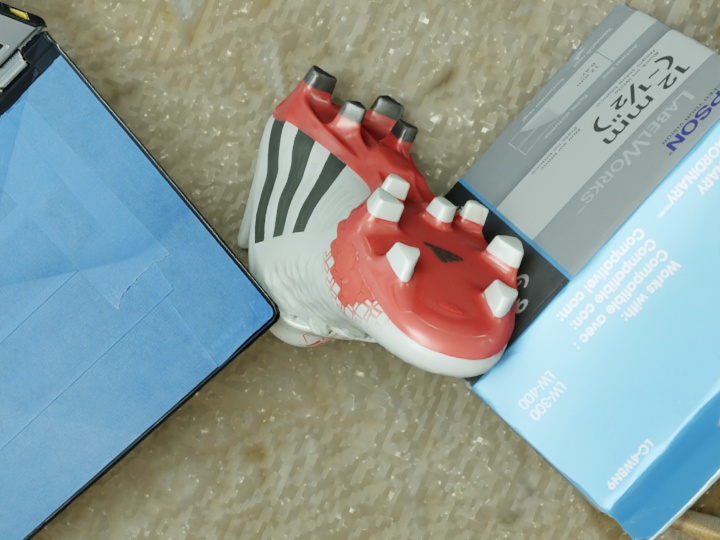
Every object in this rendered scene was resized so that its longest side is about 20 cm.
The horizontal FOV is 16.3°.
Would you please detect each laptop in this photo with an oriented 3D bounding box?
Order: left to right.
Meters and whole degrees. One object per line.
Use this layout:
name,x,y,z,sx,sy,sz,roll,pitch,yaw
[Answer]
laptop,-0.172,0.004,0.865,0.187,0.116,0.200,-41,143,25

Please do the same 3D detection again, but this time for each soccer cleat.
soccer cleat,0.000,0.000,0.875,0.069,0.200,0.085,19,109,-24

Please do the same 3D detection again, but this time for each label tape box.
label tape box,0.095,-0.005,0.871,0.066,0.200,0.143,42,93,-20

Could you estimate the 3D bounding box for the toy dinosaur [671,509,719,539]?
toy dinosaur,0.187,0.145,0.972,0.106,0.060,0.200,-31,99,2
